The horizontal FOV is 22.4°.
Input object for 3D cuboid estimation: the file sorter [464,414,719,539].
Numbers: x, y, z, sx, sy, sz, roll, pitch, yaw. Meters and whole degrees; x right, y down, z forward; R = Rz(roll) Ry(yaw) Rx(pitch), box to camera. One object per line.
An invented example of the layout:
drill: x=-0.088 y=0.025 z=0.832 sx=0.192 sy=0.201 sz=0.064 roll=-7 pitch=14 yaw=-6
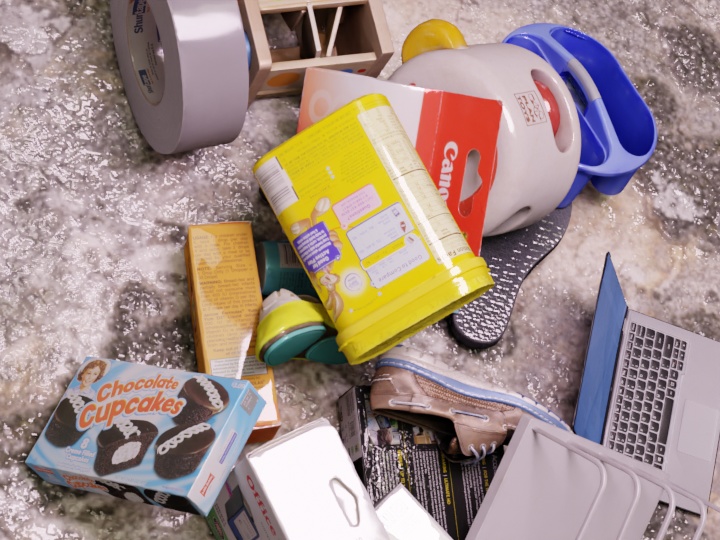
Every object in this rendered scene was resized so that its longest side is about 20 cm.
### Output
file sorter: x=0.221 y=0.238 z=1.639 sx=0.200 sy=0.124 sz=0.139 roll=24 pitch=91 yaw=-37

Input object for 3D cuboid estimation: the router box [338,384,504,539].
router box: x=0.064 y=0.208 z=1.701 sx=0.149 sy=0.051 sz=0.201 roll=1 pitch=71 yaw=-20

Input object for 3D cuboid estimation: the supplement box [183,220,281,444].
supplement box: x=-0.121 y=0.058 z=1.681 sx=0.068 sy=0.067 sz=0.201 roll=-7 pitch=74 yaw=-12

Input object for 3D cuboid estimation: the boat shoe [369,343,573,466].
boat shoe: x=0.099 y=0.141 z=1.676 sx=0.199 sy=0.072 sz=0.073 roll=23 pitch=68 yaw=-3

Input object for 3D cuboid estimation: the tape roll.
tape roll: x=-0.171 y=-0.211 z=1.690 sx=0.066 sy=0.200 sz=0.201 roll=-14 pitch=76 yaw=-22

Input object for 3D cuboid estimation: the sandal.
sandal: x=0.144 y=-0.010 z=1.819 sx=0.076 sy=0.043 sz=0.200 roll=32 pitch=68 yaw=4

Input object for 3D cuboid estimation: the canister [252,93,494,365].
canister: x=0.009 y=-0.039 z=1.621 sx=0.148 sy=0.087 sz=0.201 roll=-30 pitch=82 yaw=12

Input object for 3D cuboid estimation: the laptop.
laptop: x=0.290 y=0.114 z=1.778 sx=0.199 sy=0.116 sz=0.188 roll=20 pitch=66 yaw=-11

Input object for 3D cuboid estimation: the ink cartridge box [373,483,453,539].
ink cartridge box: x=0.075 y=0.283 z=1.583 sx=0.200 sy=0.109 sz=0.050 roll=46 pitch=69 yaw=4

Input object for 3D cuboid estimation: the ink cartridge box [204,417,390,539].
ink cartridge box: x=-0.055 y=0.228 z=1.570 sx=0.087 sy=0.200 sz=0.146 roll=-24 pitch=80 yaw=-24

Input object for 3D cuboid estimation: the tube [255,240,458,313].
tube: x=0.000 y=0.000 z=1.747 sx=0.199 sy=0.050 sz=0.078 roll=2 pitch=85 yaw=-14

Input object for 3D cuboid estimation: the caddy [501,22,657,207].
caddy: x=0.211 y=-0.161 z=1.832 sx=0.141 sy=0.105 sz=0.200 roll=-14 pitch=59 yaw=-27

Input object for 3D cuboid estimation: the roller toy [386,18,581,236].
roller toy: x=0.105 y=-0.124 z=1.730 sx=0.182 sy=0.201 sz=0.140 roll=30 pitch=26 yaw=30

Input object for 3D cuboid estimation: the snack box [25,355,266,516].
snack box: x=-0.188 y=0.140 z=1.573 sx=0.037 sy=0.199 sz=0.116 roll=53 pitch=54 yaw=-41

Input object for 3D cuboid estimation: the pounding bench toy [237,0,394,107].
pounding bench toy: x=-0.080 y=-0.269 z=1.784 sx=0.155 sy=0.124 sz=0.201 roll=-8 pitch=74 yaw=-21

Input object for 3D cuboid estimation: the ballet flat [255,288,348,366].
ballet flat: x=-0.057 y=0.050 z=1.662 sx=0.067 sy=0.200 sz=0.067 roll=-38 pitch=73 yaw=16

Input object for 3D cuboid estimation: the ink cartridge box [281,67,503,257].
ink cartridge box: x=0.025 y=-0.093 z=1.672 sx=0.050 sy=0.199 sz=0.163 roll=0 pitch=102 yaw=-53

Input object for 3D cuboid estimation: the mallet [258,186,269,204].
mallet: x=-0.012 y=-0.041 z=1.777 sx=0.200 sy=0.041 sz=0.066 roll=42 pitch=66 yaw=-6
